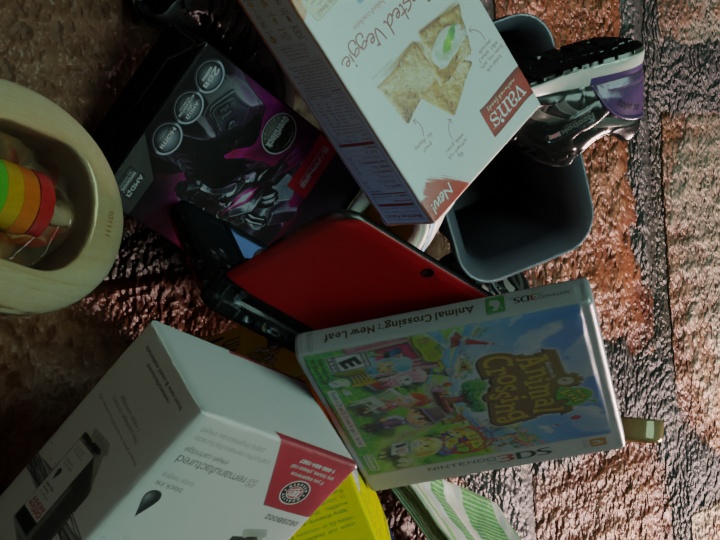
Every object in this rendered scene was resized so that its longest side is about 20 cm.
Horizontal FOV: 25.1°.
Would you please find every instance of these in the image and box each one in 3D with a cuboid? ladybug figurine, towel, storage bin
[{"bbox_3d":[-0.227,-0.044,0.958,0.200,0.072,0.137,27,68,-51],"label":"ladybug figurine"},{"bbox_3d":[0.098,0.222,1.343,0.023,0.153,0.200,-46,139,8],"label":"towel"},{"bbox_3d":[0.085,-0.105,1.329,0.145,0.134,0.201,-22,109,-14],"label":"storage bin"}]

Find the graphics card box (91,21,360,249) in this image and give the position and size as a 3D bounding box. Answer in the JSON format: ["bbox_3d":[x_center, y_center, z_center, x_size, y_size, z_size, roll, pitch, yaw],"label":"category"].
[{"bbox_3d":[-0.092,-0.068,1.122,0.126,0.051,0.200,-54,136,0],"label":"graphics card box"}]

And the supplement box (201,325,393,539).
[{"bbox_3d":[-0.054,0.147,1.120,0.109,0.109,0.201,-101,171,-67],"label":"supplement box"}]

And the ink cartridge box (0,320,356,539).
[{"bbox_3d":[-0.124,0.145,0.980,0.200,0.083,0.147,-49,138,14],"label":"ink cartridge box"}]

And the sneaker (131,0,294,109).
[{"bbox_3d":[-0.118,-0.182,1.126,0.104,0.060,0.201,-37,111,-54],"label":"sneaker"}]

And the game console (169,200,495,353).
[{"bbox_3d":[-0.001,0.003,1.047,0.200,0.173,0.119,31,107,-34],"label":"game console"}]

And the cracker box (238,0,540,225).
[{"bbox_3d":[0.023,-0.148,1.086,0.134,0.058,0.200,-48,118,-28],"label":"cracker box"}]

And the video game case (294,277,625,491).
[{"bbox_3d":[0.070,0.080,1.039,0.200,0.181,0.022,66,16,-55],"label":"video game case"}]

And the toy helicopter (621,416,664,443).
[{"bbox_3d":[0.154,0.126,1.360,0.132,0.199,0.079,30,64,-68],"label":"toy helicopter"}]

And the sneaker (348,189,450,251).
[{"bbox_3d":[0.000,0.000,1.203,0.081,0.076,0.201,-36,154,-61],"label":"sneaker"}]

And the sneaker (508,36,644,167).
[{"bbox_3d":[0.131,-0.113,1.233,0.199,0.076,0.088,-14,114,-16],"label":"sneaker"}]

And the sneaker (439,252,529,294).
[{"bbox_3d":[0.097,0.022,1.375,0.199,0.070,0.083,-26,118,-60],"label":"sneaker"}]
